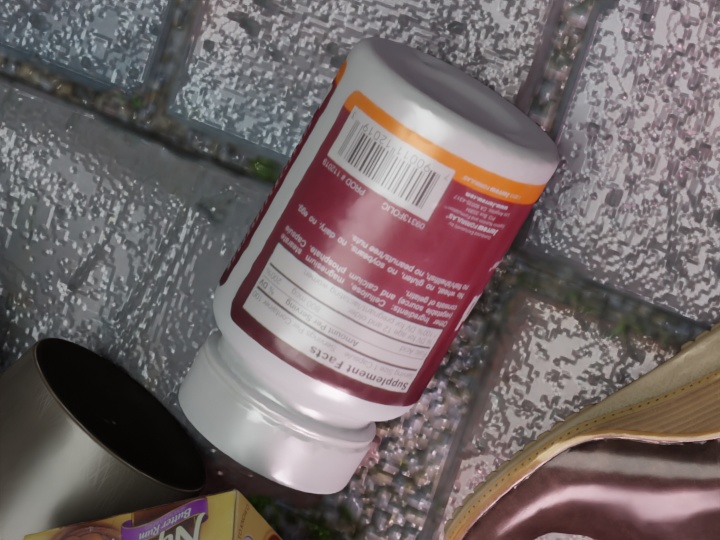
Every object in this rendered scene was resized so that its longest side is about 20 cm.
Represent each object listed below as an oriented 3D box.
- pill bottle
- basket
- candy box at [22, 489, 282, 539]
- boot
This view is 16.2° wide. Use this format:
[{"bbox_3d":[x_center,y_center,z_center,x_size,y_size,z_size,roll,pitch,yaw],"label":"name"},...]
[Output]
[{"bbox_3d":[0.000,0.000,1.220,0.114,0.114,0.200,34,106,13],"label":"pill bottle"},{"bbox_3d":[-0.184,0.143,1.293,0.200,0.136,0.180,-49,56,12],"label":"basket"},{"bbox_3d":[-0.068,0.186,1.228,0.116,0.200,0.057,-13,52,20],"label":"candy box"},{"bbox_3d":[0.155,0.133,1.202,0.200,0.072,0.167,-34,83,16],"label":"boot"}]
